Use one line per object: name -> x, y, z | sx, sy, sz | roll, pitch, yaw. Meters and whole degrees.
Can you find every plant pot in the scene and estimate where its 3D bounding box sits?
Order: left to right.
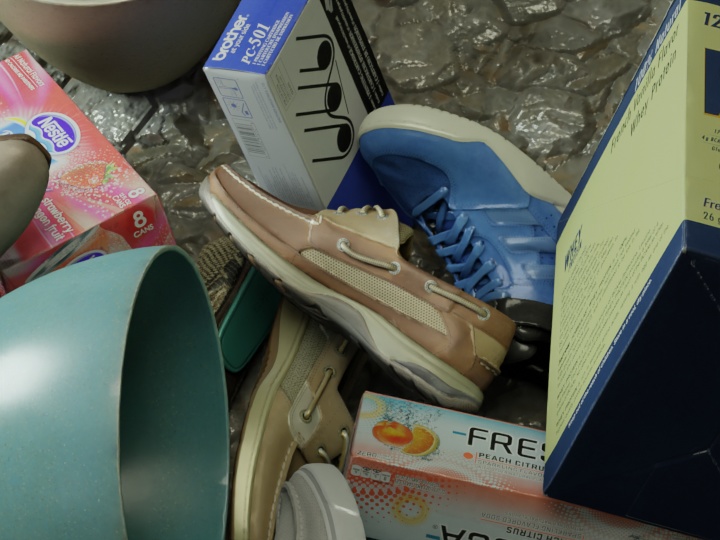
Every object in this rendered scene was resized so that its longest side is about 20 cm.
plant pot -> -0.156, 0.091, 1.435 | 0.134, 0.201, 0.201 | -3, 54, 13

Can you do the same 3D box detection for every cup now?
cup -> -0.148, -0.194, 1.731 | 0.199, 0.144, 0.201 | -3, 55, 4

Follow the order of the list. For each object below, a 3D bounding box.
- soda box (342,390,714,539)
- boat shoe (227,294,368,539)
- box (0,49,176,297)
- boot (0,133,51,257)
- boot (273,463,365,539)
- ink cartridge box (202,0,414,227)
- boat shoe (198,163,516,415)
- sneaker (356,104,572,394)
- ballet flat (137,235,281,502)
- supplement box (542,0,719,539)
soda box -> 0.088, 0.128, 1.496 | 0.199, 0.069, 0.064 | 13, 32, 1
boat shoe -> -0.031, 0.089, 1.565 | 0.065, 0.072, 0.201 | 13, 50, 3
box -> -0.186, -0.032, 1.616 | 0.102, 0.095, 0.200 | -27, 39, -14
boot -> -0.245, 0.025, 1.449 | 0.200, 0.070, 0.147 | -38, 22, 25
boot -> -0.046, 0.173, 1.407 | 0.095, 0.074, 0.201 | 2, 38, -13
ink cartridge box -> -0.022, -0.080, 1.601 | 0.044, 0.201, 0.094 | 9, 54, 28
boat shoe -> 0.000, 0.000, 1.548 | 0.200, 0.076, 0.072 | 37, 85, 9
sneaker -> 0.070, -0.002, 1.580 | 0.199, 0.077, 0.112 | 35, 60, -16
ballet flat -> -0.100, 0.059, 1.605 | 0.075, 0.068, 0.201 | -3, 46, 30
supplement box -> 0.191, -0.001, 1.442 | 0.133, 0.201, 0.201 | 16, 45, -9
